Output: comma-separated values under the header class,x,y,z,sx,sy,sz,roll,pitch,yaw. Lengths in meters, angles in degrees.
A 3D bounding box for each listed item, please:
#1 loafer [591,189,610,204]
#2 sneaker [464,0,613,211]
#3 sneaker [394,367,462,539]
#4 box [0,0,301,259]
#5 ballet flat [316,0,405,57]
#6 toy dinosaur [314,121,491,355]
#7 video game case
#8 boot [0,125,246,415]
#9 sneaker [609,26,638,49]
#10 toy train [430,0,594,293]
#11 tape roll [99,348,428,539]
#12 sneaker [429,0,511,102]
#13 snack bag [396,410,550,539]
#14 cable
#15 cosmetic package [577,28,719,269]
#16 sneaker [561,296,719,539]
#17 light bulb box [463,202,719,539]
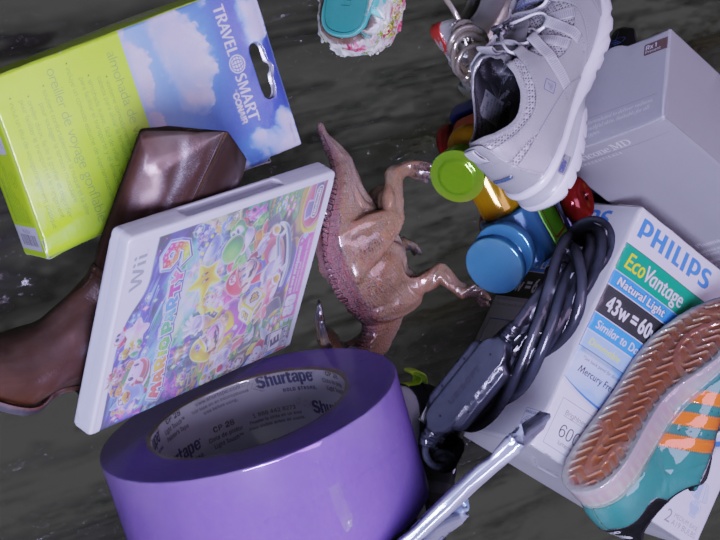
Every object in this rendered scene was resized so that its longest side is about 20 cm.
class,x,y,z,sx,sy,sz,roll,pitch,yaw
loafer,0.202,-0.070,1.311,0.200,0.063,0.072,31,55,-36
sneaker,0.114,-0.144,1.088,0.082,0.075,0.201,27,58,-33
sneaker,0.049,0.167,1.201,0.083,0.072,0.201,-28,121,-31
box,-0.146,-0.102,1.074,0.200,0.048,0.122,-27,109,-29
ballet flat,0.016,-0.246,1.169,0.064,0.075,0.201,21,87,-64
toy dinosaur,0.000,0.000,1.157,0.135,0.086,0.200,-33,112,-27
video game case,-0.098,0.015,1.060,0.200,0.018,0.144,-22,136,-50
boot,-0.163,-0.011,1.006,0.186,0.064,0.200,3,119,-59
sneaker,0.270,-0.131,1.335,0.200,0.070,0.078,21,89,-32
toy train,0.078,-0.088,1.133,0.200,0.084,0.116,62,31,-12
tape roll,-0.061,0.128,1.060,0.200,0.200,0.085,-25,109,-29
sneaker,0.091,-0.148,1.226,0.093,0.070,0.200,9,91,-18
snack bag,0.048,0.166,1.061,0.200,0.189,0.021,-45,81,9
cable,0.112,0.049,1.107,0.051,0.163,0.200,38,102,10
cosmetic package,0.246,-0.086,1.237,0.200,0.107,0.090,29,56,-35
sneaker,0.229,0.107,1.185,0.200,0.071,0.080,-47,122,-15
light bulb box,0.200,0.078,1.275,0.198,0.125,0.200,33,77,-31
